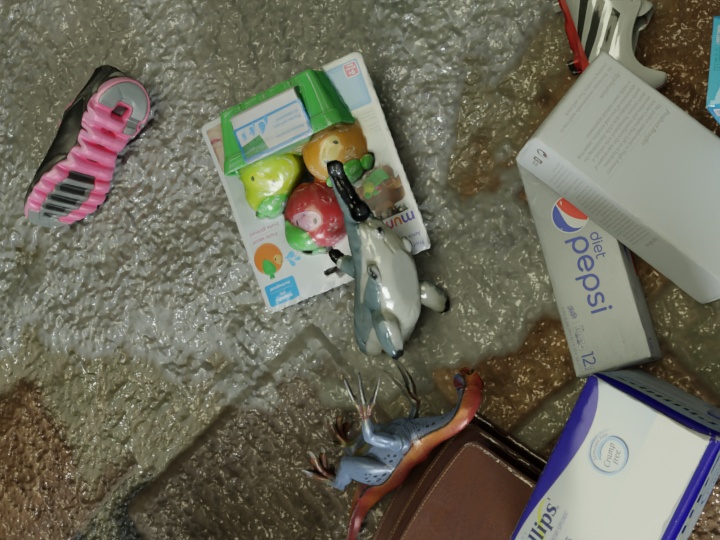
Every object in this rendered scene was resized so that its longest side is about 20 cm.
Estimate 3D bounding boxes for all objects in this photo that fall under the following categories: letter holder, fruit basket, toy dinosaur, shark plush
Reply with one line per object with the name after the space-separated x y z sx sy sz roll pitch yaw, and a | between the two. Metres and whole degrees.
0.072 0.234 1.007 0.142 0.100 0.201 33 100 25 | letter holder
-0.049 -0.083 1.084 0.184 0.094 0.201 -21 80 21 | fruit basket
0.043 0.153 1.028 0.181 0.105 0.201 -7 115 36 | toy dinosaur
0.000 0.000 1.028 0.083 0.200 0.091 6 47 42 | shark plush

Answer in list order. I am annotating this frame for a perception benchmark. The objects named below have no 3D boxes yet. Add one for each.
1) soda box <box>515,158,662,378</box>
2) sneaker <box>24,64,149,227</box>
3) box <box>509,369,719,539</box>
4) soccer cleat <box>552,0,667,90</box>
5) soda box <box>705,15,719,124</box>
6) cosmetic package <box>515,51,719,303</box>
0.199 -0.011 0.983 0.068 0.063 0.201 -19 78 21 | soda box
-0.308 -0.139 1.239 0.200 0.079 0.095 -52 46 13 | sneaker
0.208 0.181 0.890 0.105 0.200 0.185 27 98 24 | box
0.212 -0.239 0.997 0.085 0.069 0.201 -16 83 15 | soccer cleat
0.313 -0.137 0.862 0.064 0.200 0.068 3 87 26 | soda box
0.239 -0.074 0.920 0.200 0.074 0.102 40 79 3 | cosmetic package
